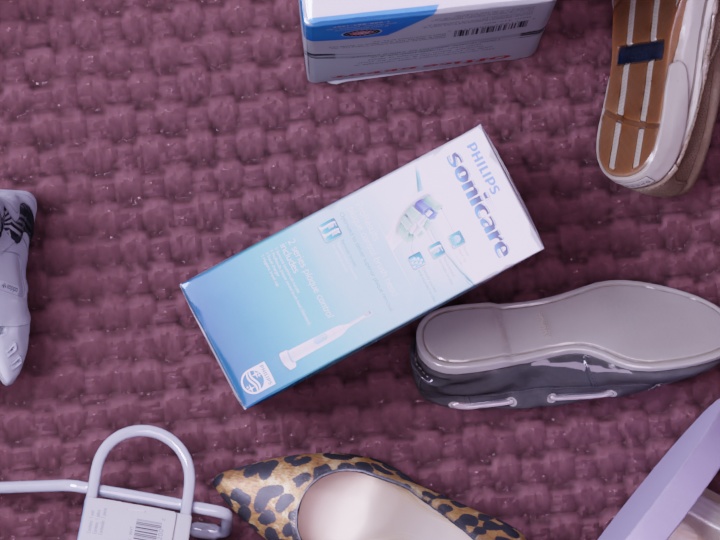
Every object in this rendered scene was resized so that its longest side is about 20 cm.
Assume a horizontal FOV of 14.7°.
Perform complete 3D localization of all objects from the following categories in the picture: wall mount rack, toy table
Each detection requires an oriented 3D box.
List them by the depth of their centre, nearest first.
[{"bbox_3d":[0.204,0.179,1.648,0.117,0.184,0.200,40,62,2],"label":"toy table"},{"bbox_3d":[-0.170,0.192,1.669,0.173,0.075,0.201,10,69,-4],"label":"wall mount rack"}]

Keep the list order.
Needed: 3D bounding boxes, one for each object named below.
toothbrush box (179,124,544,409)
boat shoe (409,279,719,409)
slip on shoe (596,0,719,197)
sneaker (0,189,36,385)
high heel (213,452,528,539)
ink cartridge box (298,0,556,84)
[{"bbox_3d":[0.000,0.000,1.656,0.199,0.146,0.086,-27,89,-1],"label":"toothbrush box"},{"bbox_3d":[0.128,0.050,1.709,0.199,0.057,0.067,-3,55,-5],"label":"boat shoe"},{"bbox_3d":[0.197,-0.143,1.712,0.060,0.076,0.201,19,76,-40],"label":"slip on shoe"},{"bbox_3d":[-0.238,0.012,1.629,0.075,0.200,0.116,1,94,10],"label":"sneaker"},{"bbox_3d":[0.008,0.150,1.652,0.199,0.143,0.072,16,88,-1],"label":"high heel"},{"bbox_3d":[0.034,-0.172,1.637,0.145,0.200,0.085,-7,86,-2],"label":"ink cartridge box"}]
